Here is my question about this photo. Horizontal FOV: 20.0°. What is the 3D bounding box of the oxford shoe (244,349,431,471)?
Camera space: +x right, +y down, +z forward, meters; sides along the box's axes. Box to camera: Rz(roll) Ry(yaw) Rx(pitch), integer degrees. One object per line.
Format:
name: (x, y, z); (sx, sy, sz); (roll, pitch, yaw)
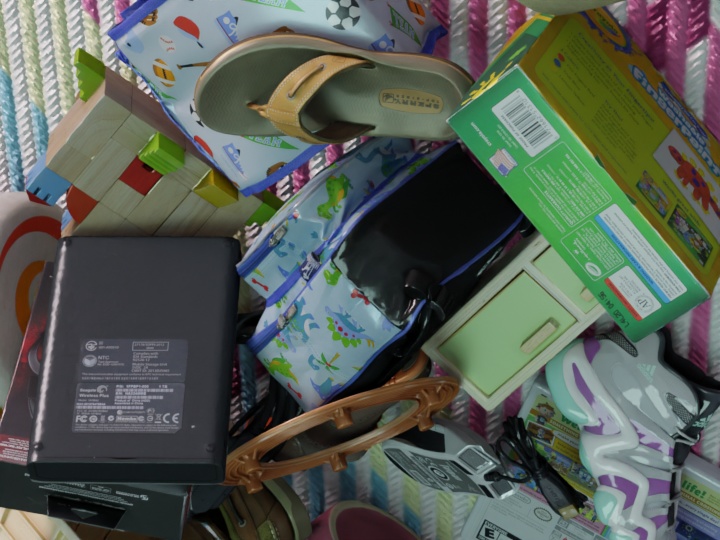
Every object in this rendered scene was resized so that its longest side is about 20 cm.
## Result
oxford shoe: (-0.005, 0.110, 1.658); (0.073, 0.071, 0.200); (41, 136, -23)

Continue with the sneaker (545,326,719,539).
sneaker: (0.236, 0.130, 1.523); (0.140, 0.078, 0.200); (-23, 95, 20)

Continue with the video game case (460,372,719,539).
video game case: (0.198, 0.196, 1.631); (0.200, 0.022, 0.182); (29, 127, 9)

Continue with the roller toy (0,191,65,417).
roller toy: (-0.304, 0.030, 1.668); (0.139, 0.200, 0.183); (-5, 110, 28)

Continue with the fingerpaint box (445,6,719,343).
fingerpaint box: (0.168, -0.077, 1.391); (0.073, 0.167, 0.200); (-35, 100, 34)

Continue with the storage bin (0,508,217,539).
storage bin: (-0.191, 0.245, 1.611); (0.200, 0.198, 0.094); (26, 95, -37)

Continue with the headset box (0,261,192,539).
headset box: (-0.189, 0.105, 1.531); (0.148, 0.200, 0.077); (12, 143, -1)

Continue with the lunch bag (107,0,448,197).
lunch bag: (-0.066, -0.167, 1.480); (0.200, 0.124, 0.170); (-36, 102, 29)

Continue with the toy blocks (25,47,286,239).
toy blocks: (-0.176, -0.057, 1.567); (0.200, 0.100, 0.137); (34, 112, -23)

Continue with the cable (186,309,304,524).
cable: (-0.127, 0.115, 1.663); (0.163, 0.200, 0.051); (29, 168, 48)

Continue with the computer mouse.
computer mouse: (0.091, 0.144, 1.603); (0.110, 0.044, 0.200); (44, 158, -30)

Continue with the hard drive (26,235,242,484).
hard drive: (-0.162, 0.061, 1.488); (0.139, 0.200, 0.033); (0, 145, 3)

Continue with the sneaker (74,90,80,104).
sneaker: (-0.176, -0.050, 1.644); (0.090, 0.067, 0.201); (-1, 112, 6)

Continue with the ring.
ring: (-0.016, 0.128, 1.545); (0.200, 0.200, 0.019); (-32, 73, 36)

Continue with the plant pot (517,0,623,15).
plant pot: (0.168, -0.251, 1.297); (0.187, 0.187, 0.200); (47, 140, -6)

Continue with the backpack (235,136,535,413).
backpack: (0.000, 0.000, 1.513); (0.147, 0.183, 0.200); (44, 135, 4)

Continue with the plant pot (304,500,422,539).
plant pot: (-0.026, 0.298, 1.707); (0.200, 0.200, 0.179); (38, 112, 1)

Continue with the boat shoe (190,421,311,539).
boat shoe: (-0.124, 0.170, 1.688); (0.200, 0.068, 0.072); (35, 145, 46)

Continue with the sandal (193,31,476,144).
sandal: (-0.020, -0.115, 1.392); (0.199, 0.054, 0.081); (6, 126, 10)

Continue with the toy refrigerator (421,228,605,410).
toy refrigerator: (0.138, 0.015, 1.522); (0.076, 0.070, 0.200); (43, 127, -3)
